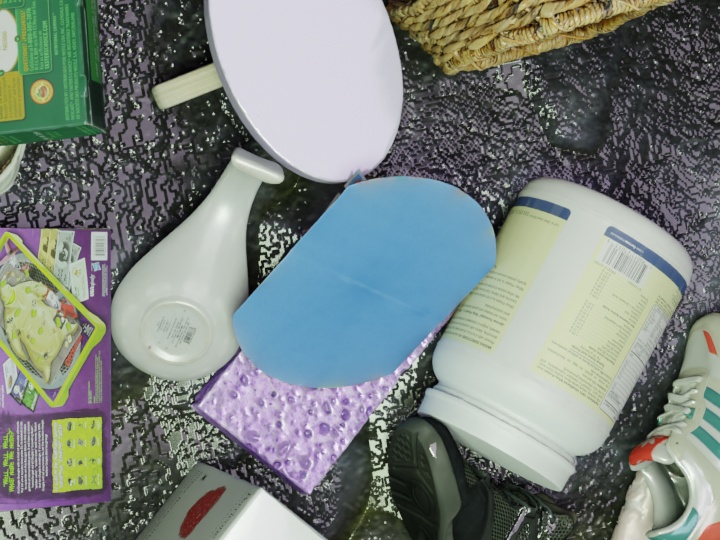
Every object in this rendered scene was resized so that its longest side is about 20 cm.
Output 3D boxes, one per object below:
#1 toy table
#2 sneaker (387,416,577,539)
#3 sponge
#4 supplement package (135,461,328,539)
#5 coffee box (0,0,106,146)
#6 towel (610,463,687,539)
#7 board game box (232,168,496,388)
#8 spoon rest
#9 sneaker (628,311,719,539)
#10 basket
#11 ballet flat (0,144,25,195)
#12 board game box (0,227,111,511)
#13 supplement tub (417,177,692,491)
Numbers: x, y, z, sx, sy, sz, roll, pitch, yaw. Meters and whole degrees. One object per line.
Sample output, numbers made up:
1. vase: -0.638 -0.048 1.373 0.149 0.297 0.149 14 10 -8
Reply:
1. toy table: -0.054 -0.158 1.673 0.184 0.117 0.200 -12 93 -15
2. sneaker: 0.091 0.171 1.724 0.114 0.076 0.200 -35 122 -20
3. sponge: -0.022 0.058 1.730 0.112 0.030 0.200 41 80 -13
4. supplement package: -0.085 0.223 1.625 0.120 0.200 0.121 41 79 -13
5. coffee box: -0.278 -0.145 1.595 0.200 0.044 0.123 -7 83 12
6. towel: 0.266 0.272 1.814 0.191 0.032 0.200 24 83 -15
7. board game box: 0.000 0.000 1.667 0.158 0.039 0.200 24 118 -40
8. spoon rest: -0.111 -0.005 1.666 0.099 0.061 0.200 24 116 -10
9. sneaker: 0.254 0.123 1.766 0.093 0.070 0.200 11 71 -26
10. basket: 0.125 -0.192 1.676 0.149 0.200 0.143 42 72 -13
11. ballet flat: -0.247 -0.147 1.644 0.069 0.069 0.200 14 87 -16
12. board game box: -0.231 0.069 1.645 0.120 0.032 0.200 0 90 -47
13. supplement tub: 0.142 0.047 1.717 0.145 0.145 0.200 31 83 -14
